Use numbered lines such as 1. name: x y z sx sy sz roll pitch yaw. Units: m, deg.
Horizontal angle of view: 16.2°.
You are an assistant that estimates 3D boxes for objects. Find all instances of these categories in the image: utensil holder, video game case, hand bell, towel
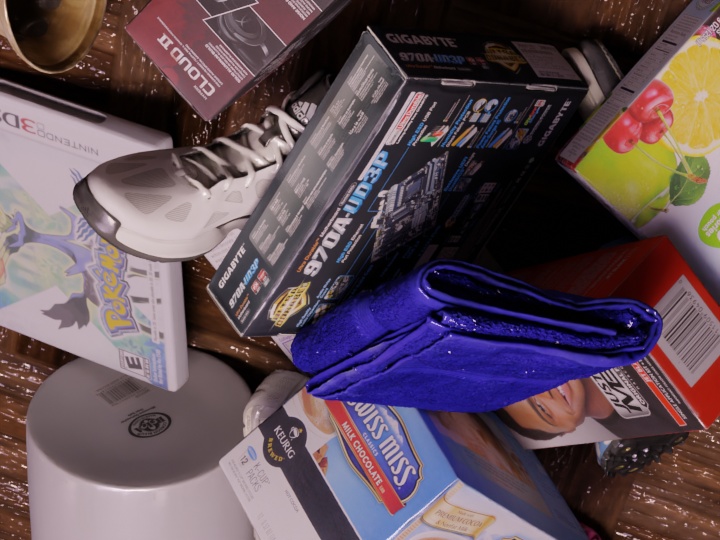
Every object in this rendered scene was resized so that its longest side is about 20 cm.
1. utensil holder: -0.146 0.176 1.742 0.169 0.170 0.201 11 128 12
2. video game case: -0.197 -0.028 1.669 0.182 0.022 0.201 19 132 24
3. hand bell: -0.268 -0.182 1.577 0.199 0.104 0.105 7 129 30
4. towel: 0.059 0.046 1.407 0.147 0.050 0.200 13 164 -20

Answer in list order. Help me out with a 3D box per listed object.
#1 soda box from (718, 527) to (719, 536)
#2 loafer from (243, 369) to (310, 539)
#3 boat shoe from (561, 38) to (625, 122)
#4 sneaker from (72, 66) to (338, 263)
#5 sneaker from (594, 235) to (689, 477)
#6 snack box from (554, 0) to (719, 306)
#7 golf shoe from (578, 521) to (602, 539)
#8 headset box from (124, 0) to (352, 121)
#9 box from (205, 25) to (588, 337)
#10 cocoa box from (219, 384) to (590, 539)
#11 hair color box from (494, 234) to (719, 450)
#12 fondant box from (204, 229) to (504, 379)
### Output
1. soda box: 0.320 0.213 1.670 0.070 0.064 0.200 -23 117 33
2. loafer: -0.032 0.152 1.689 0.070 0.070 0.201 19 141 25
3. boat shoe: 0.191 -0.063 1.516 0.068 0.072 0.200 -39 103 -2
4. sneaker: -0.069 -0.072 1.457 0.076 0.200 0.116 53 127 25
5. sneaker: 0.176 0.057 1.610 0.072 0.073 0.201 -17 140 -13
6. snack box: 0.233 -0.049 1.462 0.200 0.053 0.142 42 92 -14
7. golf shoe: 0.176 0.236 1.745 0.199 0.075 0.092 30 146 -1
8. headset box: -0.031 -0.181 1.431 0.077 0.149 0.200 49 128 -3
9. box: 0.022 -0.047 1.466 0.046 0.158 0.200 52 125 31
10. cocoa box: 0.036 0.153 1.581 0.131 0.134 0.200 -41 142 12
11. hair color box: 0.136 0.046 1.496 0.102 0.061 0.200 51 155 -12
12. fondant box: 0.000 0.000 1.625 0.144 0.058 0.200 -25 116 33
